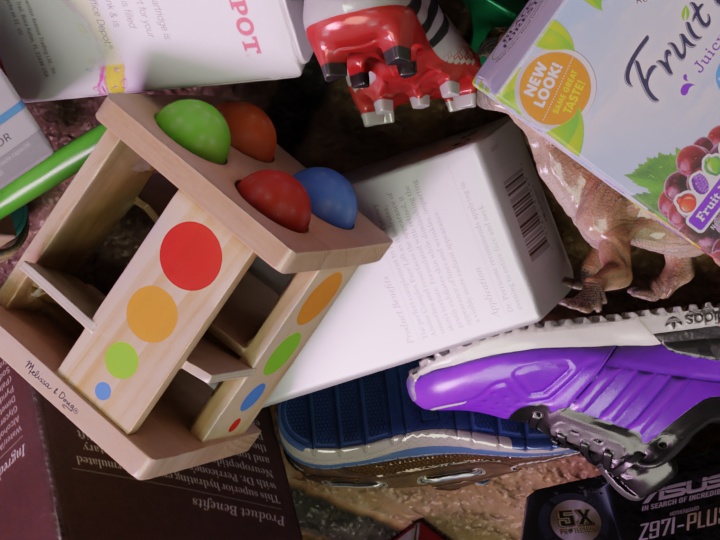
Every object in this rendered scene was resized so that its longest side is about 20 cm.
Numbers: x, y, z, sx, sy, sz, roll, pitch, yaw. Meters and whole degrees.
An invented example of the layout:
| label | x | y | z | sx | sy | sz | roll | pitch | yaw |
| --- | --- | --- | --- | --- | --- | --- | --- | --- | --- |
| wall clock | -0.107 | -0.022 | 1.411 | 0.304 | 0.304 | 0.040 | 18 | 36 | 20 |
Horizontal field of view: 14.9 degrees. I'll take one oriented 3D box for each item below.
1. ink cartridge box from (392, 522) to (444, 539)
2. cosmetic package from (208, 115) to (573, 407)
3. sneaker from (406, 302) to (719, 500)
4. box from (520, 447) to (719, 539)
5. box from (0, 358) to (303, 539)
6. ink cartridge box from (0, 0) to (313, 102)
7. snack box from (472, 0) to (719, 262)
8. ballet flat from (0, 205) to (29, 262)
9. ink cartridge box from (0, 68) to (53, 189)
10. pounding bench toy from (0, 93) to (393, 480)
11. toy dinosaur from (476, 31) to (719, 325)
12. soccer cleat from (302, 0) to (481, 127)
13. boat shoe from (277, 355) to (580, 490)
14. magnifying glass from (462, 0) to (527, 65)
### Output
| label | x | y | z | sx | sy | sz | roll | pitch | yaw |
| --- | --- | --- | --- | --- | --- | --- | --- | --- | --- |
| ink cartridge box | 0.058 | 0.265 | 1.655 | 0.200 | 0.083 | 0.146 | 37 | 125 | -18 |
| cosmetic package | 0.000 | 0.000 | 1.446 | 0.199 | 0.074 | 0.102 | -17 | 98 | 24 |
| sneaker | 0.126 | 0.074 | 1.452 | 0.199 | 0.070 | 0.100 | -7 | 88 | 1 |
| box | 0.206 | 0.185 | 1.507 | 0.199 | 0.086 | 0.164 | -16 | 123 | 22 |
| box | -0.146 | 0.144 | 1.491 | 0.166 | 0.200 | 0.164 | 16 | 135 | -36 |
| ink cartridge box | -0.127 | -0.165 | 1.342 | 0.199 | 0.086 | 0.148 | -4 | 126 | 17 |
| snack box | 0.168 | -0.126 | 1.286 | 0.142 | 0.053 | 0.200 | 34 | 93 | -16 |
| ballet flat | -0.269 | -0.062 | 1.473 | 0.200 | 0.071 | 0.071 | 36 | 126 | -17 |
| ink cartridge box | -0.242 | -0.110 | 1.287 | 0.104 | 0.059 | 0.200 | -35 | 112 | -10 |
| pounding bench toy | -0.112 | -0.025 | 1.376 | 0.200 | 0.124 | 0.156 | 39 | 107 | 16 |
| toy dinosaur | 0.154 | -0.047 | 1.382 | 0.199 | 0.086 | 0.136 | 8 | 99 | -27 |
| soccer cleat | 0.013 | -0.121 | 1.307 | 0.068 | 0.200 | 0.086 | -10 | 82 | 12 |
| boat shoe | 0.055 | 0.082 | 1.526 | 0.199 | 0.072 | 0.072 | -2 | 150 | 2 |
| magnifying glass | 0.081 | -0.117 | 1.392 | 0.199 | 0.022 | 0.080 | 11 | 129 | 4 |
